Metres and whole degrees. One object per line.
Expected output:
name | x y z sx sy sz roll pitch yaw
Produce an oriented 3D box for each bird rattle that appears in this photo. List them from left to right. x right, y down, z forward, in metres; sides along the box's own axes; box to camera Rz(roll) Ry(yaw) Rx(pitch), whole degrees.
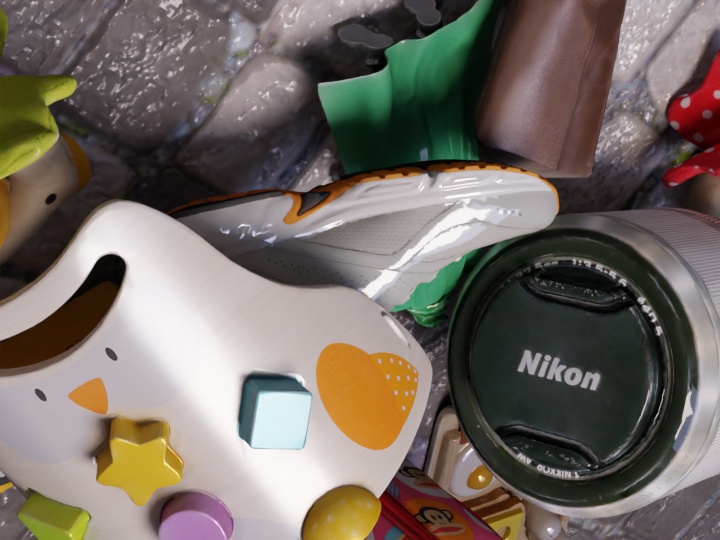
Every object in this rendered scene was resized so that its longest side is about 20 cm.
bird rattle | -0.193 -0.020 0.765 0.200 0.113 0.163 -46 157 9
bird rattle | 0.265 -0.059 1.122 0.199 0.113 0.164 -16 150 -25

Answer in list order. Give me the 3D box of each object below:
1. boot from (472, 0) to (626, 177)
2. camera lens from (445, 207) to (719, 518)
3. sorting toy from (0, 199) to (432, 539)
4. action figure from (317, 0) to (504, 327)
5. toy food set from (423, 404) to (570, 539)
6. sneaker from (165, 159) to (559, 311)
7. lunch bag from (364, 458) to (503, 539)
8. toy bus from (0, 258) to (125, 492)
boot | 0.080 -0.138 0.885 0.186 0.064 0.201 8 105 -46
camera lens | 0.153 0.046 1.031 0.199 0.160 0.161 -7 131 -58
sorting toy | -0.097 0.058 0.796 0.199 0.107 0.180 -30 121 19
action figure | 0.028 -0.045 0.966 0.118 0.055 0.201 -26 134 -22
toy food set | 0.110 0.151 1.205 0.143 0.060 0.201 -14 132 -31
sneaker | 0.000 0.000 0.879 0.198 0.076 0.093 -10 96 -5
lunch bag | 0.013 0.224 1.086 0.082 0.176 0.201 0 115 -42
toy bus | -0.124 0.053 0.920 0.199 0.065 0.079 -32 141 -14
